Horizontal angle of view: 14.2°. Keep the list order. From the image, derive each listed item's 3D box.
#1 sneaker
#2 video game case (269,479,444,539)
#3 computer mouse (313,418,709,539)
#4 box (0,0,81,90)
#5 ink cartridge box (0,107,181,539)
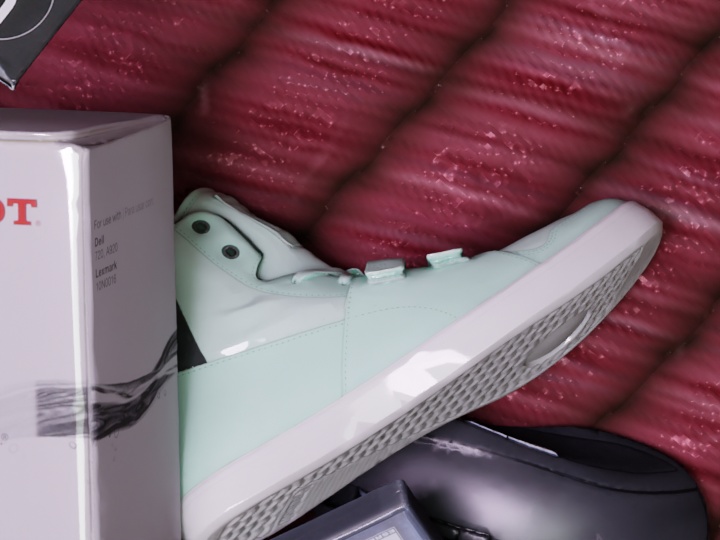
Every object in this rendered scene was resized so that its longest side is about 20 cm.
[{"bbox_3d":[0.000,0.000,1.006,0.200,0.074,0.118,-29,71,-10],"label":"sneaker"},{"bbox_3d":[-0.002,0.175,1.044,0.143,0.019,0.200,-26,124,11],"label":"video game case"},{"bbox_3d":[0.019,0.113,1.047,0.200,0.046,0.141,16,103,1],"label":"computer mouse"},{"bbox_3d":[-0.101,-0.189,0.913,0.124,0.149,0.200,35,105,-22],"label":"box"},{"bbox_3d":[-0.137,0.046,0.945,0.146,0.084,0.201,4,101,18],"label":"ink cartridge box"}]
